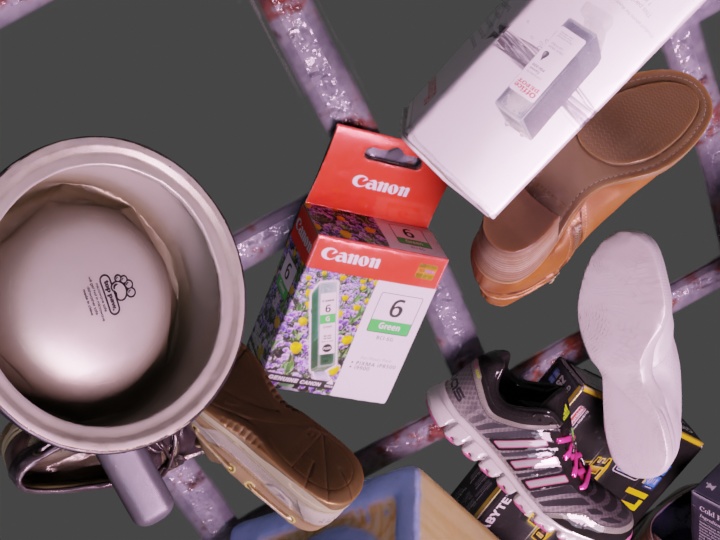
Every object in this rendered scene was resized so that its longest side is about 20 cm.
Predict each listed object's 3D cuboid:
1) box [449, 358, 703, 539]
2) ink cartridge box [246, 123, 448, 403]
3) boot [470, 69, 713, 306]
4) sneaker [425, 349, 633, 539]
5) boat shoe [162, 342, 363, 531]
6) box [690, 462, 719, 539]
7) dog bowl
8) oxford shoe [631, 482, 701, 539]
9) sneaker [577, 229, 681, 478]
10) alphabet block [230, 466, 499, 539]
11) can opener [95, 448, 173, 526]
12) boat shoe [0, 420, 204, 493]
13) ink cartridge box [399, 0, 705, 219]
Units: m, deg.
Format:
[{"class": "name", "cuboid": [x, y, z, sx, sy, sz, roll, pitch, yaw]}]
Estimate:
[{"class": "box", "cuboid": [0.180, 0.189, 1.160, 0.160, 0.049, 0.200, 26, 110, -33]}, {"class": "ink cartridge box", "cuboid": [0.000, 0.000, 0.969, 0.109, 0.050, 0.200, 10, 118, -25]}, {"class": "boot", "cuboid": [0.158, -0.055, 0.954, 0.200, 0.074, 0.155, -34, 164, -7]}, {"class": "sneaker", "cuboid": [0.149, 0.139, 1.051, 0.200, 0.074, 0.087, 41, 113, 4]}, {"class": "boat shoe", "cuboid": [-0.090, 0.111, 0.947, 0.074, 0.200, 0.066, -32, 160, -45]}, {"class": "box", "cuboid": [0.394, 0.230, 1.181, 0.200, 0.104, 0.182, -35, 131, -31]}, {"class": "dog bowl", "cuboid": [-0.177, 0.018, 0.852, 0.200, 0.074, 0.201, 5, 81, -35]}, {"class": "oxford shoe", "cuboid": [0.253, 0.267, 1.190, 0.200, 0.071, 0.073, -49, 158, -13]}, {"class": "sneaker", "cuboid": [0.230, 0.062, 1.077, 0.088, 0.075, 0.201, -18, 105, -56]}, {"class": "alphabet block", "cuboid": [0.020, 0.305, 1.044, 0.195, 0.197, 0.200, -22, 131, 27]}, {"class": "can opener", "cuboid": [-0.174, 0.078, 0.917, 0.067, 0.053, 0.200, -29, 102, -13]}, {"class": "boat shoe", "cuboid": [-0.165, 0.132, 0.986, 0.200, 0.065, 0.073, -12, 123, -13]}, {"class": "ink cartridge box", "cuboid": [0.121, -0.142, 0.854, 0.085, 0.146, 0.200, 43, 103, -8]}]
